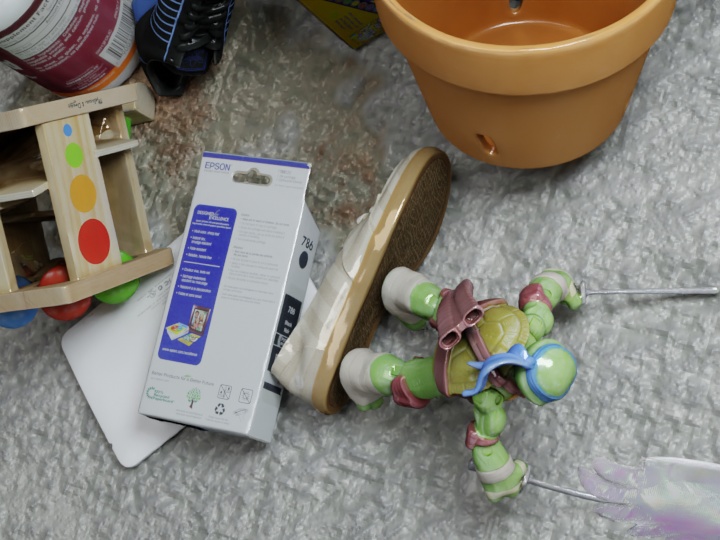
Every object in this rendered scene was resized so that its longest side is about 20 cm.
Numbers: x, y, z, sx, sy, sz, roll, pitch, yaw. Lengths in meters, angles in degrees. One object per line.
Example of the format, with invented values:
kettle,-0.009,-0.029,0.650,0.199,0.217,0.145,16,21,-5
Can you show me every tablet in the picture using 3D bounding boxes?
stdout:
tablet,-0.129,0.040,1.275,0.200,0.014,0.131,-40,61,12

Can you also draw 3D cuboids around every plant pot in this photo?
plant pot,0.107,-0.163,1.111,0.198,0.141,0.201,-3,51,4

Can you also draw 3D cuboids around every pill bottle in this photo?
pill bottle,-0.260,-0.216,1.312,0.113,0.200,0.115,-9,70,25

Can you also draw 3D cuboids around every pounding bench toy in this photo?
pounding bench toy,-0.213,-0.052,1.288,0.123,0.200,0.157,-7,100,34

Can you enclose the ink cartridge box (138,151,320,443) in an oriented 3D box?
ink cartridge box,-0.090,0.017,1.232,0.099,0.039,0.202,9,81,29

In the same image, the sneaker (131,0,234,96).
sneaker,-0.120,-0.195,1.267,0.200,0.070,0.079,144,116,-64

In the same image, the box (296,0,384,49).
box,0.016,-0.309,1.243,0.192,0.122,0.201,-30,63,16

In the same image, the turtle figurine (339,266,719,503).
turtle figurine,0.095,0.071,1.112,0.193,0.199,0.145,13,104,49

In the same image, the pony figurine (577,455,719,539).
pony figurine,0.218,0.182,0.985,0.191,0.167,0.202,-2,65,-6

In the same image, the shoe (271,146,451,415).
shoe,0.000,0.000,1.185,0.053,0.070,0.201,25,87,28
